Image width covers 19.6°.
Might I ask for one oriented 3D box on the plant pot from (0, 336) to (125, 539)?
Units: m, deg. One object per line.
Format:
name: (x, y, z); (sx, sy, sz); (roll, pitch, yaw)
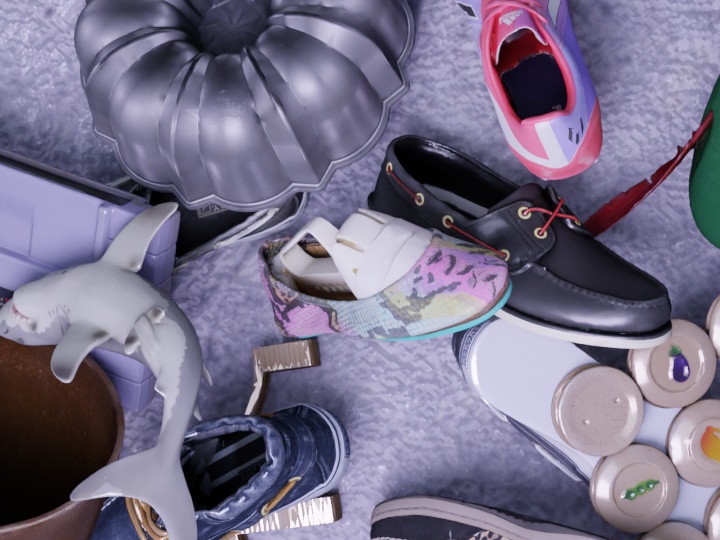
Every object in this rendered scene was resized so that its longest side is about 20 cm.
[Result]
plant pot: (-0.235, 0.156, 1.173); (0.186, 0.187, 0.200); (17, 126, 8)

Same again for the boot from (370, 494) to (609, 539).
boot: (0.068, 0.210, 1.138); (0.200, 0.073, 0.151); (9, 73, 37)

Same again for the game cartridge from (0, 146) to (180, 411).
game cartridge: (-0.203, -0.004, 1.203); (0.200, 0.038, 0.130); (19, 114, 17)

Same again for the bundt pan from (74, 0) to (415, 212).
bundt pan: (-0.072, -0.140, 1.178); (0.201, 0.076, 0.202); (-4, 69, 9)

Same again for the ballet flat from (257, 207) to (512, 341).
ballet flat: (0.000, 0.000, 1.145); (0.069, 0.200, 0.071); (-47, 111, -25)

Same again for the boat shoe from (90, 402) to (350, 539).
boat shoe: (-0.107, 0.130, 1.183); (0.200, 0.091, 0.071); (-31, 73, 22)

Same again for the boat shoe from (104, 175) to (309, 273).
boat shoe: (-0.129, -0.027, 1.220); (0.200, 0.064, 0.071); (-22, 86, 7)

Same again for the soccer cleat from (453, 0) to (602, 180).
soccer cleat: (0.086, -0.143, 1.162); (0.067, 0.076, 0.200); (-20, 64, 8)

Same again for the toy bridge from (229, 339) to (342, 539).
toy bridge: (-0.045, 0.144, 1.226); (0.067, 0.027, 0.201); (-8, 88, 10)

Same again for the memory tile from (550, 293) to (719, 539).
memory tile: (0.216, 0.086, 1.156); (0.200, 0.017, 0.154); (-27, 99, -8)

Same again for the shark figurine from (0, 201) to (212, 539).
shark figurine: (-0.105, 0.055, 1.107); (0.128, 0.090, 0.215); (-41, 42, 1)

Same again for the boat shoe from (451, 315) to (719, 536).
boat shoe: (0.135, 0.090, 1.183); (0.200, 0.068, 0.072); (33, 87, -13)

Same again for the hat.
hat: (0.189, -0.030, 1.115); (0.176, 0.200, 0.166); (-40, 74, -7)

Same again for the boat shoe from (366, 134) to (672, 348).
boat shoe: (0.087, -0.016, 1.153); (0.201, 0.074, 0.063); (28, 120, 33)
